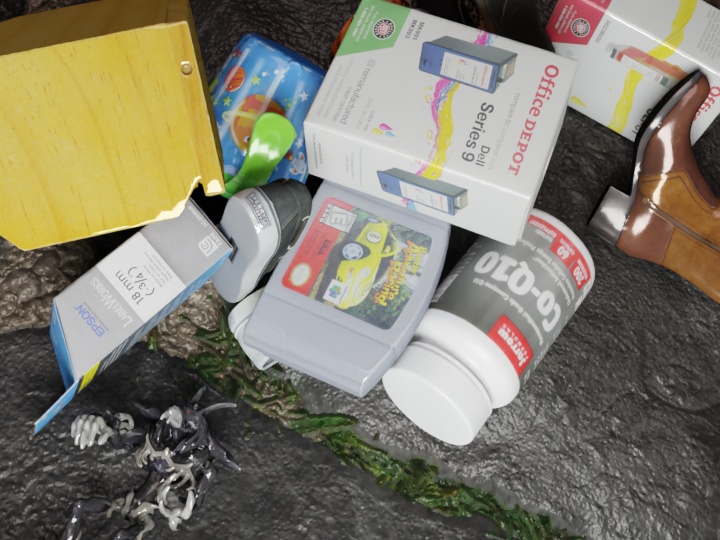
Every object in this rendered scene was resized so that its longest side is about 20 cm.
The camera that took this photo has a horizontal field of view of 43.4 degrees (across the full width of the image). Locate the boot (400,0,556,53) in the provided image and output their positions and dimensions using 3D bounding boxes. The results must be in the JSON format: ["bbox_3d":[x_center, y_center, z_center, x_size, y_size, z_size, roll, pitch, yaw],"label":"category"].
[{"bbox_3d":[0.123,-0.236,0.948,0.073,0.201,0.150,-43,40,-15],"label":"boot"}]

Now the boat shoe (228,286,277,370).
[{"bbox_3d":[-0.020,0.028,0.828,0.199,0.070,0.072,-27,73,-13],"label":"boat shoe"}]

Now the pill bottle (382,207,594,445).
[{"bbox_3d":[0.115,0.049,0.811,0.113,0.114,0.200,37,65,8],"label":"pill bottle"}]

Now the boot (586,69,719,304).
[{"bbox_3d":[0.351,-0.070,0.883,0.198,0.068,0.190,29,104,6],"label":"boot"}]

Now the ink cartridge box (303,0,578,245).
[{"bbox_3d":[0.069,-0.129,0.771,0.197,0.088,0.147,21,67,9],"label":"ink cartridge box"}]

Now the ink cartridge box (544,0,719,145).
[{"bbox_3d":[0.289,-0.222,0.946,0.198,0.146,0.084,30,63,6],"label":"ink cartridge box"}]

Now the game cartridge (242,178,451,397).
[{"bbox_3d":[0.000,0.000,0.780,0.131,0.041,0.202,22,67,10],"label":"game cartridge"}]

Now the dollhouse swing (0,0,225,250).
[{"bbox_3d":[-0.221,-0.134,0.748,0.197,0.176,0.185,-13,103,-4],"label":"dollhouse swing"}]

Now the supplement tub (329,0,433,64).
[{"bbox_3d":[0.068,-0.172,0.900,0.122,0.123,0.200,-39,77,-23],"label":"supplement tub"}]

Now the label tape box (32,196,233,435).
[{"bbox_3d":[-0.208,0.038,0.741,0.063,0.144,0.200,48,66,-4],"label":"label tape box"}]

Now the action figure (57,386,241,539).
[{"bbox_3d":[-0.174,0.168,0.718,0.118,0.103,0.201,26,65,16],"label":"action figure"}]

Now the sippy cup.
[{"bbox_3d":[-0.089,-0.136,0.820,0.177,0.139,0.132,38,105,36],"label":"sippy cup"}]

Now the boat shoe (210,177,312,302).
[{"bbox_3d":[-0.090,-0.024,0.765,0.056,0.200,0.069,-27,87,-24],"label":"boat shoe"}]
